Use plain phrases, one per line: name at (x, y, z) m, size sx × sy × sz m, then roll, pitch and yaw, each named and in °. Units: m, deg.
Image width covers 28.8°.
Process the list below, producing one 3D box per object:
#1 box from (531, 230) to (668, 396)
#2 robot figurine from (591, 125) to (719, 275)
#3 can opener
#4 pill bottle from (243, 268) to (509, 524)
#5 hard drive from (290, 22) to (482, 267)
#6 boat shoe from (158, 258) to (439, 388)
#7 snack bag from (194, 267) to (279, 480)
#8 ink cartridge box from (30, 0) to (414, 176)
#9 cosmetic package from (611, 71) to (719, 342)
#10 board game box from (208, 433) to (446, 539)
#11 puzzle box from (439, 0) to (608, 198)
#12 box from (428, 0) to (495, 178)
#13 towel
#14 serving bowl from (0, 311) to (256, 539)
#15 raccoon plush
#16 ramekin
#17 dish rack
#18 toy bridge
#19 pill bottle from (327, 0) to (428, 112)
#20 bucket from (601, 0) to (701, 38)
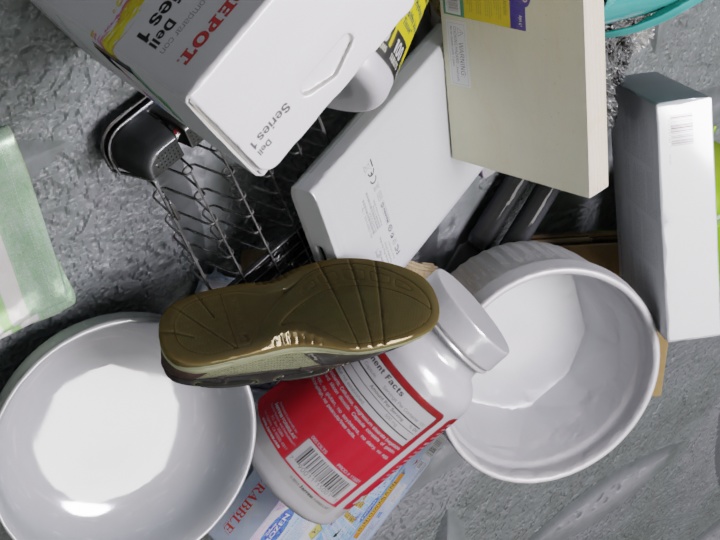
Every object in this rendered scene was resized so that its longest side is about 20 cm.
box at (0.218, 0.048, 1.348) m, size 0.163 × 0.021 × 0.201 m, roll -3°, pitch 128°, yaw -1°
robot figurine at (0.311, -0.047, 1.365) m, size 0.175 × 0.116 × 0.200 m, roll -25°, pitch 134°, yaw -15°
can opener at (0.124, -0.028, 1.260) m, size 0.200 × 0.053 × 0.067 m, roll -58°, pitch 173°, yaw 5°
pill bottle at (0.012, 0.094, 1.079) m, size 0.200 × 0.112 × 0.112 m, roll -41°, pitch 142°, yaw 11°
hard drive at (0.029, -0.074, 1.054) m, size 0.200 × 0.026 × 0.132 m, roll -51°, pitch 140°, yaw -32°
boat shoe at (-0.045, 0.041, 0.989) m, size 0.200 × 0.072 × 0.066 m, roll -9°, pitch 156°, yaw -18°
snack bag at (-0.092, 0.098, 1.146) m, size 0.188 × 0.021 × 0.201 m, roll 10°, pitch 110°, yaw -47°
ink cartridge box at (-0.088, -0.167, 0.813) m, size 0.145 × 0.200 × 0.084 m, roll -50°, pitch 141°, yaw -4°
cosmetic package at (0.256, -0.058, 1.192) m, size 0.051 × 0.151 × 0.201 m, roll -8°, pitch 107°, yaw -5°
board game box at (-0.019, 0.182, 1.244) m, size 0.200 × 0.041 × 0.200 m, roll -52°, pitch 150°, yaw -3°
puzzle box at (0.116, -0.160, 1.002) m, size 0.025 × 0.133 × 0.201 m, roll -30°, pitch 127°, yaw -36°
box at (0.088, -0.164, 1.117) m, size 0.039 × 0.041 × 0.200 m, roll -34°, pitch 138°, yaw -20°
towel at (-0.286, 0.016, 0.891) m, size 0.200 × 0.023 × 0.153 m, roll -33°, pitch 136°, yaw -23°
serving bowl at (-0.179, 0.118, 1.021) m, size 0.199 × 0.066 × 0.201 m, roll -9°, pitch 111°, yaw -25°
raccoon plush at (0.190, -0.190, 1.115) m, size 0.134 × 0.097 × 0.200 m, roll -61°, pitch 176°, yaw 5°
ramekin at (0.144, 0.069, 1.201) m, size 0.199 × 0.105 × 0.201 m, roll -7°, pitch 115°, yaw -14°
dish rack at (-0.080, -0.058, 1.000) m, size 0.153 × 0.054 × 0.200 m, roll -41°, pitch 135°, yaw -19°
toy bridge at (0.000, 0.000, 1.127) m, size 0.200 × 0.067 × 0.027 m, roll 5°, pitch 84°, yaw -45°
pill bottle at (0.001, -0.214, 0.911) m, size 0.112 × 0.112 × 0.201 m, roll 39°, pitch 70°, yaw -51°
bucket at (0.184, -0.273, 1.011) m, size 0.134 × 0.207 × 0.208 m, roll -20°, pitch 131°, yaw -21°
